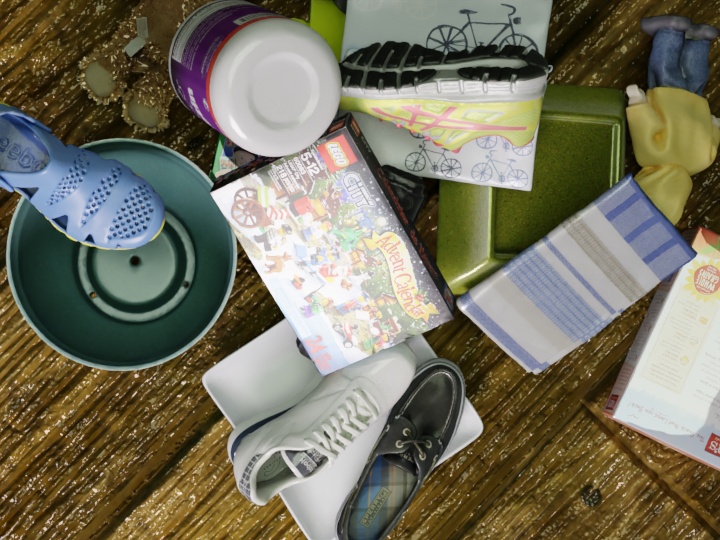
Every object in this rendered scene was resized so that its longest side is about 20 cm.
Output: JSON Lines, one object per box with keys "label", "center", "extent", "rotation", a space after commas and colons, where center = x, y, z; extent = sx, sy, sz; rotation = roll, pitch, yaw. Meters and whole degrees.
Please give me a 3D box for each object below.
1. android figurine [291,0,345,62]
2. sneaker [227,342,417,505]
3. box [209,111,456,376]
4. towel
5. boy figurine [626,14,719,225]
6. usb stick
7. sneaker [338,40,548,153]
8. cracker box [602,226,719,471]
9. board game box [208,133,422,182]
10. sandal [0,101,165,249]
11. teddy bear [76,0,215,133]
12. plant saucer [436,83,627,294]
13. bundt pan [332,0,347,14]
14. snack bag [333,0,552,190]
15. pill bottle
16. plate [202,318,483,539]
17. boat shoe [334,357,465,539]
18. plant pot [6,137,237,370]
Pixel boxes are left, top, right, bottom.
{"label": "android figurine", "center": [0.011, -0.187, 1.381], "extent": [0.180, 0.041, 0.202], "rotation": [4, 71, -6]}
{"label": "sneaker", "center": [-0.027, 0.140, 1.344], "extent": [0.200, 0.081, 0.077], "rotation": [-37, 113, 2]}
{"label": "box", "center": [-0.022, -0.020, 1.290], "extent": [0.136, 0.038, 0.201], "rotation": [-24, 111, 18]}
{"label": "towel", "center": [0.198, 0.007, 1.362], "extent": [0.200, 0.024, 0.147], "rotation": [-38, 133, 14]}
{"label": "boy figurine", "center": [0.297, -0.136, 1.407], "extent": [0.124, 0.064, 0.202], "rotation": [6, 90, -35]}
{"label": "usb stick", "center": [0.000, 0.000, 1.345], "extent": [0.055, 0.033, 0.201], "rotation": [23, 112, -4]}
{"label": "sneaker", "center": [0.061, -0.138, 1.261], "extent": [0.198, 0.078, 0.091], "rotation": [6, 130, 18]}
{"label": "cracker box", "center": [0.334, 0.076, 1.416], "extent": [0.133, 0.058, 0.201], "rotation": [26, 88, -2]}
{"label": "board game box", "center": [-0.033, -0.128, 1.411], "extent": [0.198, 0.029, 0.136], "rotation": [13, 88, -3]}
{"label": "sandal", "center": [-0.256, -0.079, 1.240], "extent": [0.199, 0.087, 0.080], "rotation": [26, 84, -3]}
{"label": "teddy bear", "center": [-0.179, -0.227, 1.392], "extent": [0.144, 0.067, 0.202], "rotation": [18, 92, 11]}
{"label": "plant saucer", "center": [0.171, -0.076, 1.378], "extent": [0.198, 0.048, 0.202], "rotation": [1, 91, -24]}
{"label": "bundt pan", "center": [0.025, -0.313, 1.367], "extent": [0.200, 0.076, 0.204], "rotation": [2, 69, -5]}
{"label": "snack bag", "center": [0.073, -0.177, 1.294], "extent": [0.187, 0.021, 0.202], "rotation": [9, 109, 5]}
{"label": "pill bottle", "center": [-0.098, -0.171, 1.276], "extent": [0.112, 0.200, 0.113], "rotation": [-7, 108, -20]}
{"label": "plate", "center": [-0.016, 0.125, 1.409], "extent": [0.199, 0.032, 0.200], "rotation": [-35, 91, -3]}
{"label": "boat shoe", "center": [0.040, 0.175, 1.368], "extent": [0.068, 0.057, 0.201], "rotation": [28, 88, -3]}
{"label": "plant pot", "center": [-0.209, -0.011, 1.347], "extent": [0.198, 0.134, 0.202], "rotation": [0, 87, -2]}
